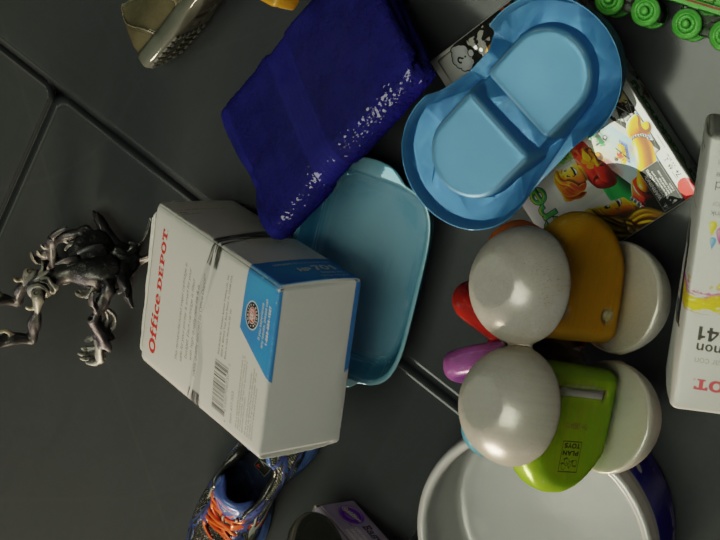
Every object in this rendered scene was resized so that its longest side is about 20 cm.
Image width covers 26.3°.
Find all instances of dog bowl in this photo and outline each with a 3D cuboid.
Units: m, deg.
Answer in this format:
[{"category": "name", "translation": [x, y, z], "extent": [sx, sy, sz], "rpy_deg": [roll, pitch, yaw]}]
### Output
[{"category": "dog bowl", "translation": [0.117, -0.119, 1.148], "extent": [0.112, 0.050, 0.200], "rpy_deg": [48, 120, 7]}, {"category": "dog bowl", "translation": [0.150, 0.208, 1.245], "extent": [0.198, 0.079, 0.202], "rpy_deg": [7, 107, 24]}]

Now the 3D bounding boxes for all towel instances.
[{"category": "towel", "translation": [-0.025, -0.137, 1.230], "extent": [0.200, 0.049, 0.149], "rpy_deg": [-45, 52, 31]}]

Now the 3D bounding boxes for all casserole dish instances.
[{"category": "casserole dish", "translation": [0.000, 0.000, 1.286], "extent": [0.120, 0.039, 0.202], "rpy_deg": [21, 112, 20]}]

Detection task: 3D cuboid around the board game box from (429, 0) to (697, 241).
[{"category": "board game box", "translation": [0.158, -0.114, 1.178], "extent": [0.126, 0.035, 0.201], "rpy_deg": [-35, 87, 30]}]

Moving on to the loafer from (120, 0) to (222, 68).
[{"category": "loafer", "translation": [-0.136, -0.252, 1.264], "extent": [0.070, 0.075, 0.200], "rpy_deg": [48, 119, 2]}]

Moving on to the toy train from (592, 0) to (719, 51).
[{"category": "toy train", "translation": [0.260, -0.187, 1.106], "extent": [0.198, 0.042, 0.057], "rpy_deg": [22, 103, 20]}]

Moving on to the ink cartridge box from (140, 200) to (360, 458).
[{"category": "ink cartridge box", "translation": [-0.096, 0.042, 1.273], "extent": [0.200, 0.085, 0.148], "rpy_deg": [33, 121, 49]}]

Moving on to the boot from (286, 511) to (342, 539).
[{"category": "boot", "translation": [-0.092, 0.297, 1.341], "extent": [0.173, 0.069, 0.202], "rpy_deg": [7, 98, 46]}]

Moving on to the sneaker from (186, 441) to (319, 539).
[{"category": "sneaker", "translation": [-0.110, 0.200, 1.372], "extent": [0.075, 0.078, 0.201], "rpy_deg": [36, 117, 14]}]

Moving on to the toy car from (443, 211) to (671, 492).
[{"category": "toy car", "translation": [0.127, 0.058, 1.132], "extent": [0.149, 0.174, 0.202], "rpy_deg": [1, 85, 47]}]

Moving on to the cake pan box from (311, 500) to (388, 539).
[{"category": "cake pan box", "translation": [-0.005, 0.335, 1.336], "extent": [0.184, 0.052, 0.201], "rpy_deg": [43, 121, 40]}]

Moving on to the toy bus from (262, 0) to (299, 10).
[{"category": "toy bus", "translation": [-0.032, -0.302, 1.178], "extent": [0.065, 0.078, 0.202], "rpy_deg": [31, 108, 28]}]

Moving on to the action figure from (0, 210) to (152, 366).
[{"category": "action figure", "translation": [-0.269, 0.021, 1.391], "extent": [0.198, 0.102, 0.120], "rpy_deg": [-22, 61, -8]}]

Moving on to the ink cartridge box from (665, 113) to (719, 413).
[{"category": "ink cartridge box", "translation": [0.303, 0.001, 1.093], "extent": [0.146, 0.086, 0.202], "rpy_deg": [7, 106, 9]}]
